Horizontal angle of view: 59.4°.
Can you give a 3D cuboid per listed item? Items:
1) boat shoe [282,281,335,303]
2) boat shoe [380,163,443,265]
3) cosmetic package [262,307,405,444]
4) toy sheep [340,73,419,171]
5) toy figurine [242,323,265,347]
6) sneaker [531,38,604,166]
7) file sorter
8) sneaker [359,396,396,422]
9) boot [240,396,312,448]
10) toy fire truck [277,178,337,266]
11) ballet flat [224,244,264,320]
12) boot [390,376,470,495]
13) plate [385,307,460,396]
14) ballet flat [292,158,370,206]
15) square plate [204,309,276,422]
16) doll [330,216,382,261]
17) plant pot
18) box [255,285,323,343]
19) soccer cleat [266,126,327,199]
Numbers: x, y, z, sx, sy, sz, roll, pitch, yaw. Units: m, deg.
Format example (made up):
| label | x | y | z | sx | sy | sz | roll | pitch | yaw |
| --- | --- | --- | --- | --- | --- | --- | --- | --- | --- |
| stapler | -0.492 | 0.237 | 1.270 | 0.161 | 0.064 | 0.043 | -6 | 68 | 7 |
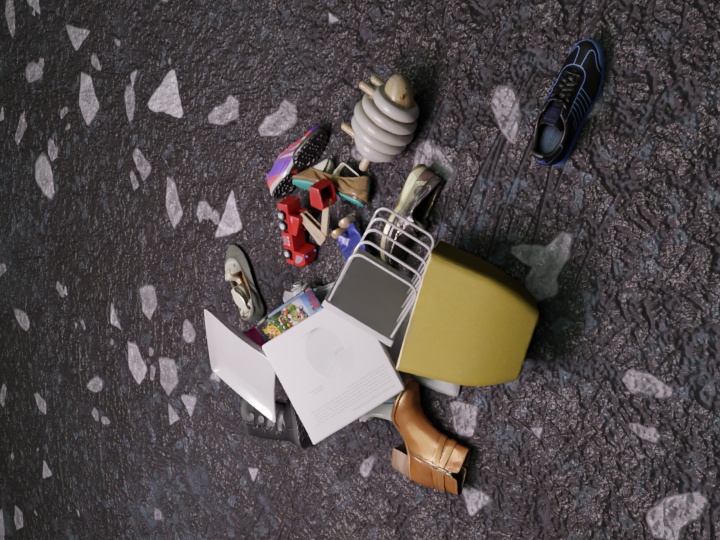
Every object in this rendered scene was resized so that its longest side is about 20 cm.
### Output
| label | x | y | z | sx | sy | sz | roll | pitch | yaw |
| --- | --- | --- | --- | --- | --- | --- | --- | --- | --- |
| boat shoe | -0.091 | 0.046 | 1.339 | 0.198 | 0.073 | 0.067 | 1 | 101 | 46 |
| boat shoe | 0.096 | -0.096 | 1.193 | 0.064 | 0.072 | 0.205 | 33 | 114 | 34 |
| cosmetic package | -0.048 | 0.175 | 1.185 | 0.196 | 0.123 | 0.204 | -29 | 89 | 0 |
| toy sheep | 0.040 | -0.276 | 1.191 | 0.139 | 0.136 | 0.202 | 50 | 134 | 23 |
| toy figurine | -0.196 | 0.147 | 1.370 | 0.195 | 0.182 | 0.156 | 8 | 98 | 37 |
| sneaker | 0.326 | -0.265 | 0.997 | 0.069 | 0.077 | 0.206 | 24 | 108 | 33 |
| file sorter | 0.042 | -0.001 | 1.106 | 0.136 | 0.201 | 0.126 | 30 | 123 | -1 |
| sneaker | -0.001 | 0.274 | 1.296 | 0.195 | 0.072 | 0.073 | -2 | 92 | 39 |
| boot | -0.197 | 0.312 | 1.464 | 0.196 | 0.065 | 0.171 | 3 | 93 | 42 |
| toy fire truck | -0.109 | -0.096 | 1.329 | 0.138 | 0.048 | 0.206 | 16 | 126 | 34 |
| ballet flat | -0.289 | 0.027 | 1.508 | 0.067 | 0.063 | 0.204 | -37 | 71 | 33 |
| boot | 0.133 | 0.315 | 1.192 | 0.152 | 0.076 | 0.207 | 12 | 101 | 36 |
| plate | 0.109 | 0.125 | 1.225 | 0.196 | 0.032 | 0.207 | 10 | 100 | 38 |
| ballet flat | -0.056 | -0.192 | 1.317 | 0.196 | 0.067 | 0.074 | 19 | 85 | 35 |
| square plate | -0.237 | 0.191 | 1.281 | 0.197 | 0.028 | 0.202 | 33 | 139 | 23 |
| doll | 0.000 | 0.000 | 1.282 | 0.137 | 0.047 | 0.205 | -47 | 60 | 49 |
| plant pot | 0.188 | 0.084 | 1.059 | 0.194 | 0.194 | 0.201 | 19 | 101 | 9 |
| box | -0.104 | 0.154 | 1.277 | 0.135 | 0.038 | 0.203 | -33 | 104 | -3 |
| soccer cleat | -0.145 | -0.248 | 1.377 | 0.200 | 0.067 | 0.074 | -48 | 58 | 31 |
